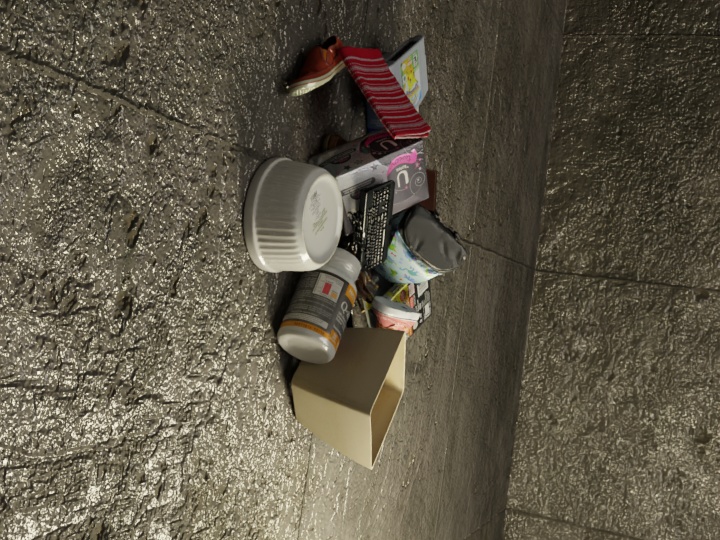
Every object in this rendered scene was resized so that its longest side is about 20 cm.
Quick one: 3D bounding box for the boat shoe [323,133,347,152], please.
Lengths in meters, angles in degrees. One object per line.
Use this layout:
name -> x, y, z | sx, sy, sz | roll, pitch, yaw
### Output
boat shoe -> -0.013, -0.216, 1.708 | 0.200, 0.067, 0.073 | 43, 57, -61

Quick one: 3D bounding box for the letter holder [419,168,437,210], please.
letter holder -> 0.092, -0.131, 1.931 | 0.101, 0.140, 0.203 | 119, -22, -61

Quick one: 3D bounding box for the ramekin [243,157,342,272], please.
ramekin -> -0.109, -0.092, 1.473 | 0.200, 0.104, 0.203 | 7, 90, -66

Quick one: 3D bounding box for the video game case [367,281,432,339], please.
video game case -> 0.094, 0.094, 1.906 | 0.181, 0.025, 0.201 | -44, 149, -23

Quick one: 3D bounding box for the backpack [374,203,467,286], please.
backpack -> 0.099, -0.048, 1.745 | 0.163, 0.200, 0.154 | 42, 84, -20

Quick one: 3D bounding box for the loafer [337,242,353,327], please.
loafer -> -0.035, 0.043, 1.720 | 0.073, 0.070, 0.203 | -27, 120, -62

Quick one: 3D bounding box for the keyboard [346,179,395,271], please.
keyboard -> 0.024, -0.070, 1.590 | 0.103, 0.040, 0.202 | -22, 138, -25

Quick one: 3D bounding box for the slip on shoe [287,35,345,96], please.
slip on shoe -> -0.080, -0.369, 1.526 | 0.062, 0.073, 0.200 | 59, 38, -20

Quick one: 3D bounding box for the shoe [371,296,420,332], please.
shoe -> 0.062, 0.114, 1.771 | 0.092, 0.071, 0.200 | -63, 158, 4

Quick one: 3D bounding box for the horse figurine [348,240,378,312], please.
horse figurine -> 0.000, 0.000, 1.757 | 0.201, 0.049, 0.134 | 94, -24, -60

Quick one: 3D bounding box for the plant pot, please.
plant pot -> -0.026, 0.226, 1.635 | 0.202, 0.175, 0.201 | 89, 21, -47

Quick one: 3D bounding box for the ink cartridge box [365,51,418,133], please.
ink cartridge box -> 0.071, -0.367, 1.849 | 0.136, 0.075, 0.203 | -39, 130, -56

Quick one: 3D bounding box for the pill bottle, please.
pill bottle -> -0.073, 0.062, 1.585 | 0.117, 0.115, 0.202 | 64, 40, -51

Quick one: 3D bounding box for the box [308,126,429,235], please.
box -> 0.019, -0.178, 1.623 | 0.198, 0.115, 0.134 | -26, 127, -22

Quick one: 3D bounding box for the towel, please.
towel -> 0.046, -0.331, 1.568 | 0.144, 0.022, 0.201 | -17, 72, -57

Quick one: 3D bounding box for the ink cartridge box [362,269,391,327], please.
ink cartridge box -> 0.064, 0.049, 1.989 | 0.198, 0.046, 0.202 | -59, 148, -46

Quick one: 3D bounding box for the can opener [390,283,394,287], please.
can opener -> 0.088, 0.032, 1.917 | 0.201, 0.077, 0.064 | 81, 20, -48

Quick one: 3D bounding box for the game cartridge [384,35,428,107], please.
game cartridge -> 0.092, -0.394, 1.762 | 0.200, 0.040, 0.135 | -52, 145, -47
